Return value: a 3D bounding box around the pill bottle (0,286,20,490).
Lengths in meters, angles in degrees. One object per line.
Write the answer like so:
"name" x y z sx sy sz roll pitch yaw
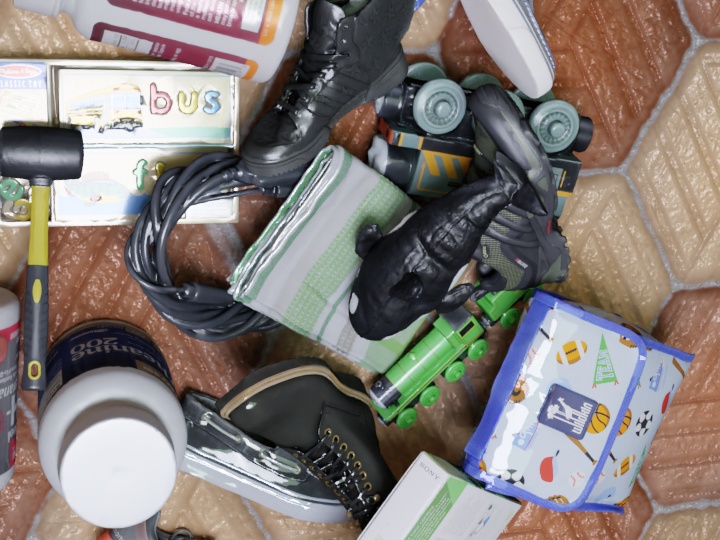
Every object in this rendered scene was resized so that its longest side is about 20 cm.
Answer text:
"pill bottle" -0.325 0.116 0.907 0.109 0.111 0.203 2 103 -16

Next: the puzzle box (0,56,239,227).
"puzzle box" -0.195 -0.104 0.935 0.197 0.025 0.135 -2 104 -15

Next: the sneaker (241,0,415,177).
"sneaker" -0.025 -0.168 0.898 0.199 0.060 0.105 -40 139 -20

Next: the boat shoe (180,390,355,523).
"boat shoe" -0.073 0.162 1.008 0.198 0.072 0.072 20 102 -17

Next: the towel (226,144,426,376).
"towel" 0.000 0.000 0.974 0.199 0.031 0.150 33 97 -41

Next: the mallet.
"mallet" -0.254 -0.012 0.878 0.065 0.041 0.203 9 82 -15

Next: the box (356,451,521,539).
"box" 0.056 0.234 0.980 0.145 0.036 0.200 -54 151 0

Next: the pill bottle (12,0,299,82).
"pill bottle" -0.152 -0.220 0.872 0.198 0.114 0.116 12 100 -18

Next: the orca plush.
"orca plush" 0.059 0.003 0.904 0.199 0.071 0.105 -29 117 25

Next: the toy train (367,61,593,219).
"toy train" 0.101 -0.106 0.991 0.198 0.085 0.115 7 111 -17

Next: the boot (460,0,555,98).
"boot" 0.120 -0.242 0.913 0.090 0.073 0.201 -35 105 -8

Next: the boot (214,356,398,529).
"boot" -0.024 0.150 0.935 0.077 0.139 0.199 -37 156 22

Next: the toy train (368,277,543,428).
"toy train" 0.084 0.061 1.037 0.200 0.042 0.056 -44 138 -2

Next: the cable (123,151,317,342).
"cable" -0.100 -0.018 0.951 0.198 0.051 0.165 -14 126 -29

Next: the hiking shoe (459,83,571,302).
"hiking shoe" 0.106 -0.053 0.937 0.100 0.076 0.201 -22 126 1

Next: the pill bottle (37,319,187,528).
"pill bottle" -0.193 0.117 0.896 0.110 0.200 0.112 -4 105 -15

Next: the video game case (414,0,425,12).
"video game case" 0.039 -0.343 0.932 0.181 0.045 0.200 40 91 -19

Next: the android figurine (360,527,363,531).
"android figurine" 0.035 0.327 1.097 0.181 0.041 0.201 -31 108 -7

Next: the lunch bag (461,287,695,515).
"lunch bag" 0.183 0.115 1.008 0.199 0.123 0.172 19 96 -47

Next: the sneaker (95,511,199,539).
"sneaker" -0.142 0.285 1.021 0.082 0.077 0.200 -43 111 -9
